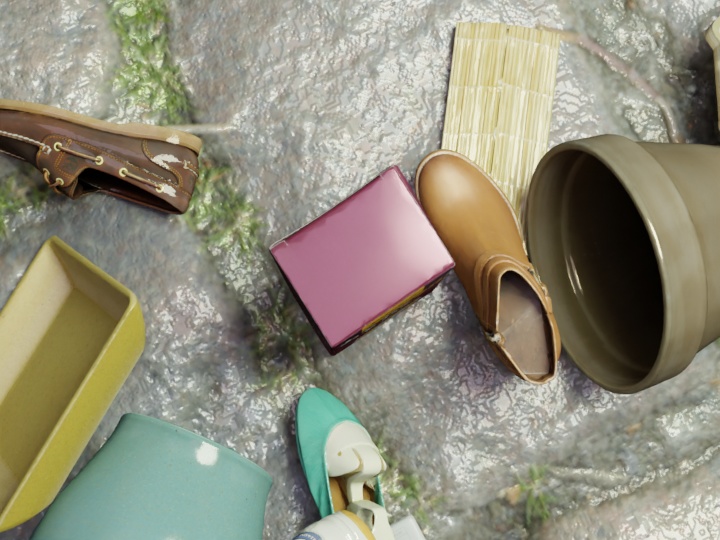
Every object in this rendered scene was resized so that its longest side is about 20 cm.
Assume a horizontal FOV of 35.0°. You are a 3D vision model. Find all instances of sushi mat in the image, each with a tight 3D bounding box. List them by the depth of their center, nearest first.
[{"bbox_3d":[0.118,-0.115,0.993,0.094,0.012,0.204,8,85,0],"label":"sushi mat"}]

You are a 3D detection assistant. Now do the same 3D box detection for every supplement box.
[{"bbox_3d":[0.000,0.000,0.887,0.109,0.200,0.086,-33,85,-4],"label":"supplement box"}]

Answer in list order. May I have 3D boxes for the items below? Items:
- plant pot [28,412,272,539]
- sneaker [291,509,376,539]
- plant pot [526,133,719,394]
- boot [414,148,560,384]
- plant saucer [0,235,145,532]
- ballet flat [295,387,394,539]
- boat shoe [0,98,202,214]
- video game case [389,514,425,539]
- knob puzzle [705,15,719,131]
[{"bbox_3d":[-0.162,0.221,0.878,0.197,0.200,0.191,21,71,2],"label":"plant pot"},{"bbox_3d":[-0.057,0.272,0.863,0.075,0.087,0.203,32,116,35],"label":"sneaker"},{"bbox_3d":[0.253,-0.021,0.912,0.171,0.200,0.204,-15,84,-19],"label":"plant pot"},{"bbox_3d":[0.105,-0.006,0.898,0.073,0.155,0.202,-31,92,7],"label":"boot"},{"bbox_3d":[-0.251,0.089,0.909,0.048,0.199,0.202,35,84,-37],"label":"plant saucer"},{"bbox_3d":[-0.001,0.185,0.917,0.066,0.070,0.204,3,67,-38],"label":"ballet flat"},{"bbox_3d":[-0.235,-0.095,0.961,0.196,0.070,0.072,10,80,1],"label":"boat shoe"},{"bbox_3d":[0.013,0.336,0.943,0.180,0.023,0.202,-29,86,-3],"label":"video game case"},{"bbox_3d":[0.371,-0.161,0.942,0.216,0.030,0.223,14,56,-22],"label":"knob puzzle"}]
